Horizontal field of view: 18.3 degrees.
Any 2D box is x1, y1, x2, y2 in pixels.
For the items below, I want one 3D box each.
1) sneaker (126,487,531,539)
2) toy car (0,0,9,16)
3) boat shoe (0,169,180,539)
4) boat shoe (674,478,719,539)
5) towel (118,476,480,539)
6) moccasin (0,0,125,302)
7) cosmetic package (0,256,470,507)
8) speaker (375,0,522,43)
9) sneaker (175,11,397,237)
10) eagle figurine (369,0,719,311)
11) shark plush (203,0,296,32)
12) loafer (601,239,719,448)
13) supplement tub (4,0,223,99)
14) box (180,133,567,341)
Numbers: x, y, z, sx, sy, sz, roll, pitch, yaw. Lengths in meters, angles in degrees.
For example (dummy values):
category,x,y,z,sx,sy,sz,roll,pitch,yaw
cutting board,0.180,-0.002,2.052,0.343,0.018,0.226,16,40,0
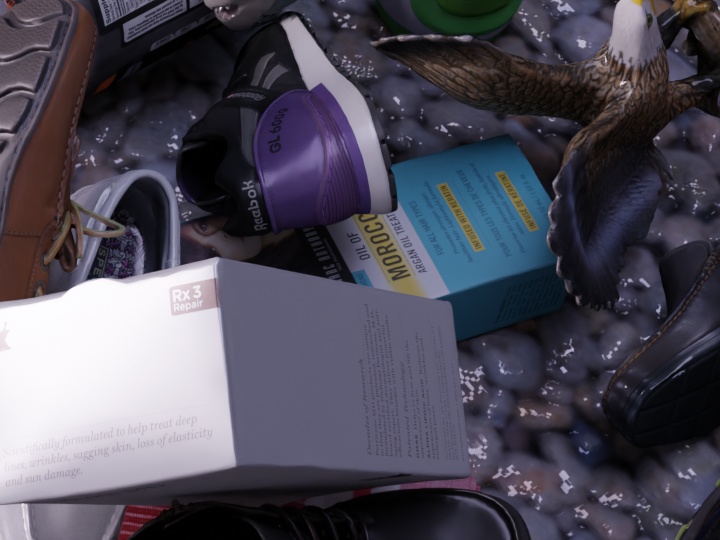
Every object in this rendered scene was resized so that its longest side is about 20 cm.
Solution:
category,x,y,z,sx,sy,sz,roll,pitch,yaw
sneaker,-0.011,0.125,0.911,0.199,0.106,0.075,-15,66,-19
toy car,-0.243,-0.044,0.992,0.149,0.176,0.200,2,6,37
boat shoe,-0.113,0.048,0.960,0.072,0.068,0.201,28,57,-24
boat shoe,0.200,0.112,1.030,0.072,0.061,0.201,38,55,16
towel,-0.050,0.131,0.986,0.199,0.023,0.145,12,52,-3
moccasin,-0.148,-0.016,0.932,0.073,0.078,0.203,-1,72,34
cosmetic package,-0.048,0.050,0.892,0.112,0.200,0.082,-12,80,28
speaker,0.061,-0.203,1.145,0.088,0.200,0.089,6,53,-8
sneaker,-0.051,-0.069,1.058,0.087,0.076,0.200,-17,19,-9
eagle figurine,0.112,-0.080,1.078,0.199,0.152,0.151,-30,27,-28
shark plush,0.002,-0.190,1.060,0.200,0.083,0.091,-41,54,4
loafer,0.173,0.019,1.094,0.072,0.073,0.200,35,44,25
supplement tub,-0.128,-0.161,1.122,0.200,0.123,0.123,-31,66,-30
box,0.000,0.000,1.076,0.199,0.049,0.083,-16,59,-23
